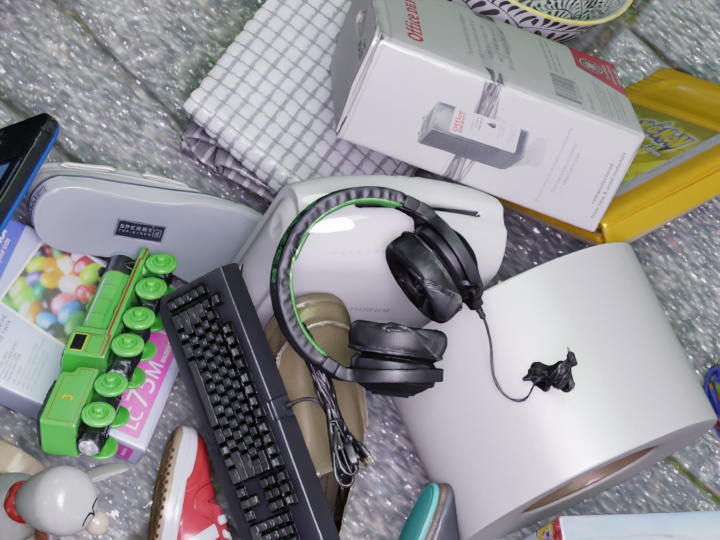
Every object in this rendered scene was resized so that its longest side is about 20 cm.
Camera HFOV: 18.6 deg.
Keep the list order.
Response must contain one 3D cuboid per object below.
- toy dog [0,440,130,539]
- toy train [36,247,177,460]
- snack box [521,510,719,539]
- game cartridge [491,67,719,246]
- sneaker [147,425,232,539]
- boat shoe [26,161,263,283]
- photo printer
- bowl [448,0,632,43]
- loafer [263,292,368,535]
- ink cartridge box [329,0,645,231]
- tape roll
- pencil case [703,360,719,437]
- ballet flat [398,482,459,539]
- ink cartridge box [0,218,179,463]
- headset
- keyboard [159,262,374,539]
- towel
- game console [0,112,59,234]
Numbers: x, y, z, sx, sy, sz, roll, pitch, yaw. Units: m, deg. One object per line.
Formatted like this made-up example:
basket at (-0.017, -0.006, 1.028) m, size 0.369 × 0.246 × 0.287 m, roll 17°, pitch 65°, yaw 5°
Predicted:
toy dog at (-0.204, 0.172, 1.434) m, size 0.096 × 0.200 × 0.132 m, roll 32°, pitch 90°, yaw -19°
toy train at (-0.169, 0.053, 1.476) m, size 0.056 × 0.042 × 0.201 m, roll 7°, pitch 38°, yaw 7°
snack box at (0.210, 0.206, 1.538) m, size 0.198 × 0.142 × 0.053 m, roll 0°, pitch 71°, yaw -15°
game cartridge at (0.208, -0.088, 1.643) m, size 0.199 × 0.176 × 0.033 m, roll -29°, pitch 119°, yaw -22°
sneaker at (-0.090, 0.209, 1.497) m, size 0.112 × 0.071 × 0.202 m, roll 5°, pitch 76°, yaw -9°
boat shoe at (-0.144, -0.040, 1.576) m, size 0.199 × 0.074 × 0.065 m, roll 18°, pitch 25°, yaw -27°
photo printer at (0.000, 0.000, 1.518) m, size 0.165 × 0.200 × 0.070 m, roll 3°, pitch 63°, yaw -22°
bowl at (0.104, -0.233, 1.686) m, size 0.200 × 0.094 × 0.202 m, roll 19°, pitch 44°, yaw -20°
loafer at (-0.027, 0.108, 1.489) m, size 0.076 × 0.201 × 0.067 m, roll -14°, pitch 35°, yaw -22°
ink cartridge box at (0.083, -0.120, 1.536) m, size 0.199 × 0.085 × 0.146 m, roll 21°, pitch 22°, yaw -12°
tape roll at (0.129, 0.087, 1.530) m, size 0.202 × 0.203 × 0.140 m, roll -21°, pitch 77°, yaw -21°
pencil case at (0.351, 0.064, 1.662) m, size 0.199 × 0.078 × 0.087 m, roll -28°, pitch 108°, yaw -23°
ballet flat at (0.031, 0.240, 1.490) m, size 0.073 × 0.073 × 0.201 m, roll 28°, pitch 97°, yaw -3°
ink cartridge box at (-0.221, 0.040, 1.544) m, size 0.199 × 0.042 × 0.120 m, roll 24°, pitch 66°, yaw -3°
headset at (0.041, 0.027, 1.389) m, size 0.199 × 0.094 × 0.124 m, roll 29°, pitch 82°, yaw -15°
keyboard at (-0.060, 0.093, 1.437) m, size 0.021 × 0.127 × 0.201 m, roll -15°, pitch 81°, yaw -54°
towel at (-0.023, -0.125, 1.634) m, size 0.165 × 0.086 × 0.200 m, roll 36°, pitch 64°, yaw -2°
game console at (-0.323, -0.042, 1.496) m, size 0.118 × 0.170 × 0.201 m, roll 36°, pitch 68°, yaw -24°
